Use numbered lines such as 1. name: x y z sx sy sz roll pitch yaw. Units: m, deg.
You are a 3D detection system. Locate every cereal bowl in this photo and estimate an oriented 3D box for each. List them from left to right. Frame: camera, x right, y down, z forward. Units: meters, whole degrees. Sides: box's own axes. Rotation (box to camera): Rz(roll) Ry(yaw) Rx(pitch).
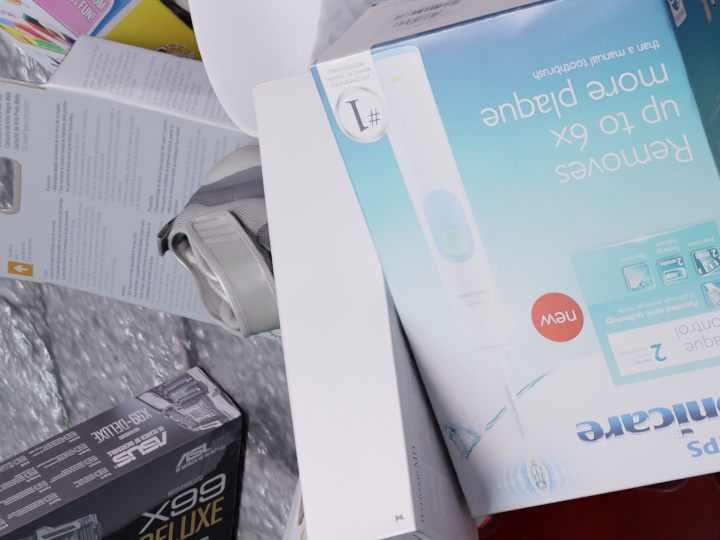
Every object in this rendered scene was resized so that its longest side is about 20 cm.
1. cereal bowl: -0.013 -0.160 1.231 0.200 0.083 0.200 175 90 -70

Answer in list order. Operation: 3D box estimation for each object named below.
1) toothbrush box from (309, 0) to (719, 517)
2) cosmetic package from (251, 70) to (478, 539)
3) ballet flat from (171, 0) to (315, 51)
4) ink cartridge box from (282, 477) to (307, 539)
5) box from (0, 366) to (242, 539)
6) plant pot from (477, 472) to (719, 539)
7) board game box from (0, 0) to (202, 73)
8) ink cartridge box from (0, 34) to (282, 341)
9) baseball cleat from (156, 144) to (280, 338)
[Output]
1. toothbrush box: 0.087 -0.018 1.103 0.146 0.085 0.200 -12 109 24
2. cosmetic package: 0.001 0.023 1.141 0.083 0.051 0.200 43 -144 -63
3. ballet flat: -0.058 -0.146 1.358 0.200 0.067 0.064 31 128 38
4. ink cartridge box: 0.008 0.092 1.355 0.045 0.200 0.176 17 165 -8
5. box: -0.165 0.160 1.637 0.050 0.200 0.158 46 146 31
6. plant pot: 0.120 0.157 1.228 0.200 0.200 0.183 39 153 31
7. board game box: -0.144 -0.129 1.411 0.153 0.040 0.200 26 170 47
8. ink cartridge box: -0.102 -0.041 1.397 0.200 0.041 0.200 13 150 -1
9. baseball cleat: 0.000 0.000 1.249 0.200 0.106 0.070 11 134 36
